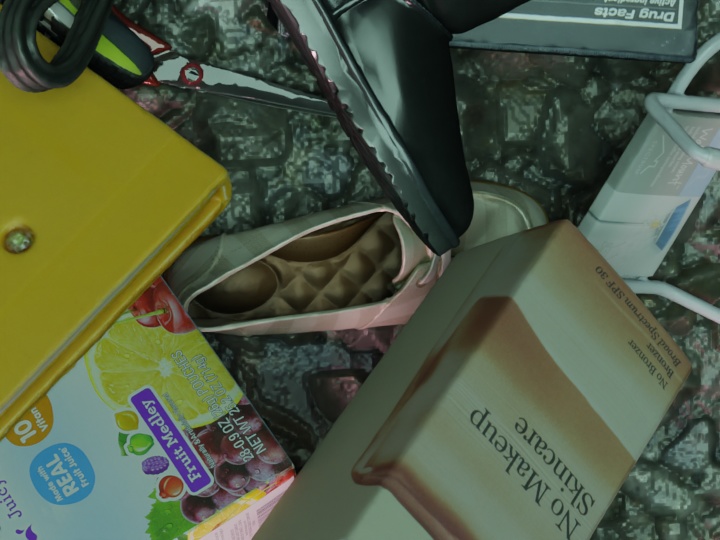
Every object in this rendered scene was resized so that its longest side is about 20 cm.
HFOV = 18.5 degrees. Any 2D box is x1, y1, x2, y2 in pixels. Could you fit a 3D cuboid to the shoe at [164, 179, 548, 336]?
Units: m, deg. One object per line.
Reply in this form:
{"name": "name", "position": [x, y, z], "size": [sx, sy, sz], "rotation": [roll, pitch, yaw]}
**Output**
{"name": "shoe", "position": [0.000, 0.000, 1.114], "size": [0.199, 0.053, 0.070], "rotation": [-11, 100, -2]}

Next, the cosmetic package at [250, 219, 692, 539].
{"name": "cosmetic package", "position": [0.051, 0.084, 0.981], "size": [0.103, 0.087, 0.200], "rotation": [47, 56, -17]}

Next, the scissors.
{"name": "scissors", "position": [-0.099, -0.097, 1.114], "size": [0.199, 0.014, 0.073], "rotation": [29, 94, -9]}

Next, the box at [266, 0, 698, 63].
{"name": "box", "position": [0.060, -0.206, 1.049], "size": [0.199, 0.123, 0.199], "rotation": [3, 98, -6]}

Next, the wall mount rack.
{"name": "wall mount rack", "position": [0.181, -0.020, 1.098], "size": [0.173, 0.075, 0.200], "rotation": [2, 128, -41]}

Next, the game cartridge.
{"name": "game cartridge", "position": [-0.189, -0.034, 1.010], "size": [0.200, 0.032, 0.176], "rotation": [36, 69, 20]}

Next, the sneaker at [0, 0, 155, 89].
{"name": "sneaker", "position": [-0.160, -0.175, 1.060], "size": [0.081, 0.074, 0.200], "rotation": [-40, 94, -17]}

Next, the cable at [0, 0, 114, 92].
{"name": "cable", "position": [-0.123, -0.156, 1.034], "size": [0.050, 0.097, 0.201], "rotation": [0, 60, 32]}

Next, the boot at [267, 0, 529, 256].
{"name": "boot", "position": [0.074, -0.124, 0.976], "size": [0.200, 0.066, 0.165], "rotation": [-32, 103, -4]}

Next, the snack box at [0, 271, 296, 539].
{"name": "snack box", "position": [-0.154, 0.088, 1.000], "size": [0.200, 0.068, 0.169], "rotation": [-32, 66, -13]}
